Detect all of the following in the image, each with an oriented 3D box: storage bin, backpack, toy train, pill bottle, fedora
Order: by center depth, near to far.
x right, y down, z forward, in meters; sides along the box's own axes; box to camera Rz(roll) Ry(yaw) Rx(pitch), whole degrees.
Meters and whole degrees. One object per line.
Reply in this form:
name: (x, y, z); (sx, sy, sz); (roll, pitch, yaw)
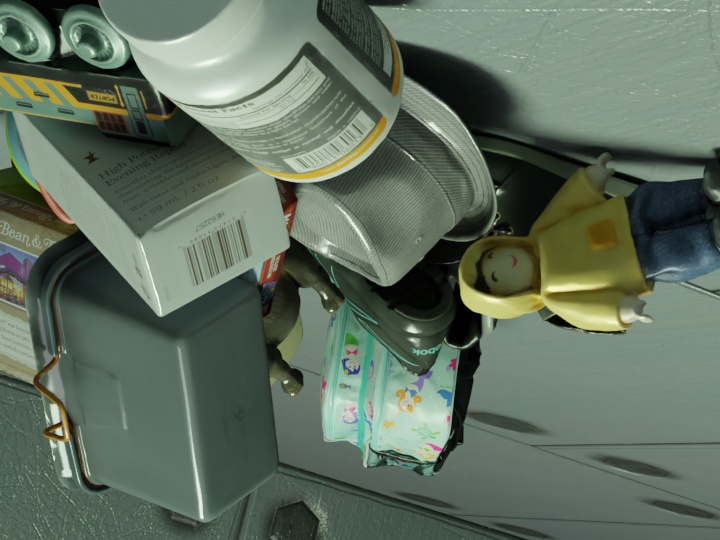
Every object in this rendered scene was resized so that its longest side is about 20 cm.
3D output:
pill bottle: (-0.060, -0.133, 1.182); (0.115, 0.117, 0.200); (9, 166, 26)
toy train: (-0.183, -0.139, 1.304); (0.198, 0.086, 0.115); (9, 138, 24)
fedora: (-0.002, -0.056, 1.399); (0.176, 0.091, 0.200); (31, 163, 9)
storage bin: (-0.141, 0.078, 1.476); (0.134, 0.202, 0.145); (20, -142, 37)
backpack: (0.040, 0.086, 1.925); (0.149, 0.179, 0.200); (10, 165, -4)

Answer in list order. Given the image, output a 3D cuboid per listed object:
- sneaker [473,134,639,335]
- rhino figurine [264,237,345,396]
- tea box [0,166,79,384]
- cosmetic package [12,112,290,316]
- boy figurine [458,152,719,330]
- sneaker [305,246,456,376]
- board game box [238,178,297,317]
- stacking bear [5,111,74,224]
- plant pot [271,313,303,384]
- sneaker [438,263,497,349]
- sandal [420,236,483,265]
sneaker: (0.108, -0.026, 1.488); (0.198, 0.107, 0.075); (15, 168, 2)
rhino figurine: (-0.083, 0.059, 1.626); (0.059, 0.201, 0.087); (11, 160, 46)
tea box: (-0.202, 0.001, 1.668); (0.199, 0.135, 0.196); (20, -158, 35)
cosmetic package: (-0.137, -0.065, 1.350); (0.200, 0.101, 0.074); (42, 153, 43)
boy figurine: (0.157, -0.018, 1.414); (0.198, 0.126, 0.064); (-14, 156, 21)
sneaker: (0.000, 0.000, 1.610); (0.200, 0.075, 0.080); (52, 155, 37)
board game box: (-0.085, -0.045, 1.426); (0.103, 0.019, 0.200); (56, 162, 14)
stacking bear: (-0.206, -0.096, 1.541); (0.114, 0.121, 0.200); (58, 164, -7)
plant pot: (-0.131, 0.044, 1.980); (0.133, 0.202, 0.200); (-20, 173, -11)
sneaker: (0.082, 0.009, 1.655); (0.074, 0.117, 0.200); (10, 167, 7)
sandal: (0.012, -0.055, 1.549); (0.198, 0.076, 0.045); (15, 176, 9)
